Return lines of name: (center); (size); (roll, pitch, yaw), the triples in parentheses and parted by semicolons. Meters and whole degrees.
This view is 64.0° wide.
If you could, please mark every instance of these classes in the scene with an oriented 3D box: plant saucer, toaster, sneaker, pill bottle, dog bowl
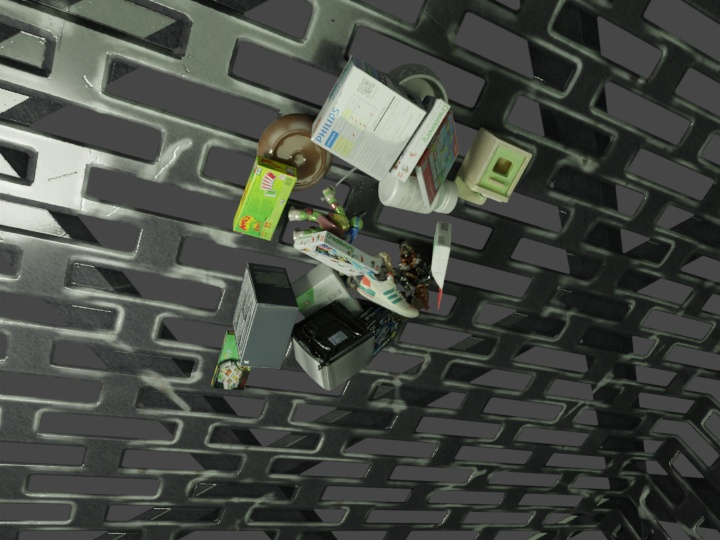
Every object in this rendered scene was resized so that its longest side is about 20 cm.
plant saucer: (-0.158, -0.285, 1.436); (0.197, 0.037, 0.203); (-9, 122, -14)
toaster: (-0.081, 0.200, 1.539); (0.198, 0.180, 0.120); (-30, 135, -28)
sneaker: (0.090, 0.063, 1.622); (0.197, 0.070, 0.095); (25, 90, -11)
pill bottle: (0.157, -0.215, 1.544); (0.197, 0.115, 0.116); (9, 118, -24)
dog bowl: (0.132, -0.409, 1.448); (0.196, 0.059, 0.203); (-9, 123, -13)

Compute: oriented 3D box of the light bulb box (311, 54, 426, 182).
light bulb box: (0.015, -0.355, 1.344); (0.198, 0.125, 0.199); (27, 115, -18)

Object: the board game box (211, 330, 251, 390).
board game box: (-0.372, 0.271, 1.715); (0.103, 0.024, 0.202); (11, 117, -23)

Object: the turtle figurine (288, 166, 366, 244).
turtle figurine: (-0.082, -0.145, 1.527); (0.190, 0.204, 0.144); (-4, 155, 9)

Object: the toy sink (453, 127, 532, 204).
toy sink: (0.356, -0.265, 1.584); (0.129, 0.112, 0.202); (15, 115, -27)

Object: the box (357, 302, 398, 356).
box: (0.051, 0.170, 1.719); (0.199, 0.045, 0.161); (-36, 139, -47)

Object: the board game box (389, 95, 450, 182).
board game box: (0.132, -0.316, 1.373); (0.034, 0.127, 0.202); (27, 104, -16)

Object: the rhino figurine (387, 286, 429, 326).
rhino figurine: (0.143, 0.105, 1.728); (0.199, 0.059, 0.089); (-35, 134, -41)

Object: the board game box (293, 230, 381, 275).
board game box: (-0.058, -0.040, 1.483); (0.199, 0.125, 0.035); (29, 68, -38)

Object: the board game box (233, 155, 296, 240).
board game box: (-0.241, -0.177, 1.439); (0.100, 0.048, 0.201); (14, 126, -22)

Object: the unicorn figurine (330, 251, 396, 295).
unicorn figurine: (0.000, 0.000, 1.657); (0.198, 0.074, 0.139); (-26, 118, -20)

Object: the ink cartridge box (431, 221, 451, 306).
ink cartridge box: (0.224, -0.017, 1.662); (0.049, 0.162, 0.203); (11, 120, 3)

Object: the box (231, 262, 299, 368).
box: (-0.260, 0.122, 1.553); (0.121, 0.199, 0.203); (8, 119, -23)

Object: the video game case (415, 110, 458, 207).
video game case: (0.196, -0.281, 1.451); (0.202, 0.017, 0.144); (-61, 150, -26)

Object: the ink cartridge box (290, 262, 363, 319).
ink cartridge box: (-0.095, 0.093, 1.663); (0.144, 0.088, 0.201); (-34, 125, 4)

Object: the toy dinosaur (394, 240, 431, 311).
toy dinosaur: (0.163, 0.013, 1.659); (0.102, 0.136, 0.200); (-41, 93, 9)
